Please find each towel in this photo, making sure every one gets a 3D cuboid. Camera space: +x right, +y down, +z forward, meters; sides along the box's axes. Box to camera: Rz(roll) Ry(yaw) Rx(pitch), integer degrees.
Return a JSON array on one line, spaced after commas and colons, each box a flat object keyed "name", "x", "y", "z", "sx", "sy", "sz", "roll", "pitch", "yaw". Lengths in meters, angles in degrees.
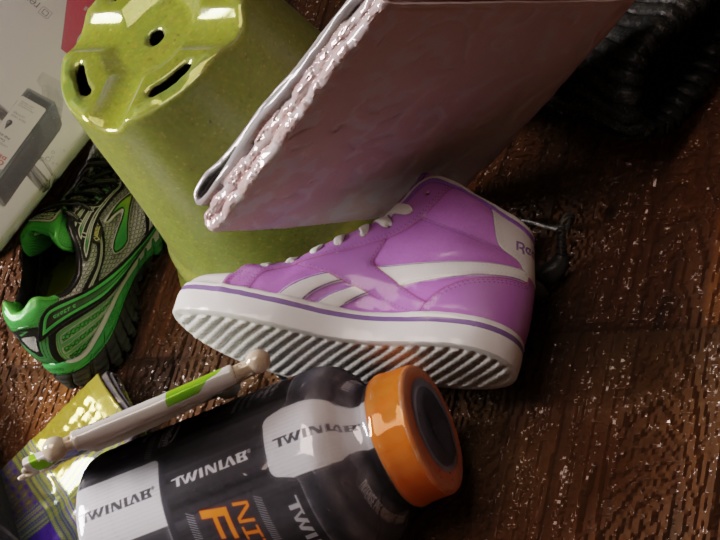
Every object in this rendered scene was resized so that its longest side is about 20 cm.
[{"name": "towel", "x": 0.029, "y": -0.091, "z": 0.957, "sx": 0.200, "sy": 0.190, "sz": 0.032, "roll": -47, "pitch": 61, "yaw": 43}, {"name": "towel", "x": -0.199, "y": 0.162, "z": 1.104, "sx": 0.200, "sy": 0.023, "sz": 0.144, "roll": -42, "pitch": 45, "yaw": 3}]

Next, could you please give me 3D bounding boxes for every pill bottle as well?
[{"name": "pill bottle", "x": -0.046, "y": 0.117, "z": 0.967, "sx": 0.199, "sy": 0.106, "sz": 0.107, "roll": -23, "pitch": 48, "yaw": 21}]

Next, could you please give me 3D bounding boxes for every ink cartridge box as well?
[{"name": "ink cartridge box", "x": -0.250, "y": -0.106, "z": 1.156, "sx": 0.201, "sy": 0.145, "sz": 0.085, "roll": -54, "pitch": 9, "yaw": -13}]

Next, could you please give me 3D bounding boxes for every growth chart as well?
[{"name": "growth chart", "x": -0.125, "y": 0.084, "z": 1.000, "sx": 0.144, "sy": 0.200, "sz": 0.018, "roll": -22, "pitch": 87, "yaw": -11}]

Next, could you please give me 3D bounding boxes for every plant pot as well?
[{"name": "plant pot", "x": -0.077, "y": -0.089, "z": 1.085, "sx": 0.199, "sy": 0.184, "sz": 0.202, "roll": -18, "pitch": 50, "yaw": 23}]

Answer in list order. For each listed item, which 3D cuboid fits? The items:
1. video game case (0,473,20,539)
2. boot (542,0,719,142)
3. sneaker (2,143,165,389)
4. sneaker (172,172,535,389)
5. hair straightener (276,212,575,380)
[{"name": "video game case", "x": -0.303, "y": 0.174, "z": 1.141, "sx": 0.181, "sy": 0.026, "sz": 0.200, "roll": -42, "pitch": 31, "yaw": 3}, {"name": "boot", "x": 0.152, "y": -0.176, "z": 1.056, "sx": 0.157, "sy": 0.079, "sz": 0.213, "roll": 11, "pitch": 76, "yaw": 48}, {"name": "sneaker", "x": -0.173, "y": -0.029, "z": 1.182, "sx": 0.077, "sy": 0.085, "sz": 0.202, "roll": -6, "pitch": 55, "yaw": 31}, {"name": "sneaker", "x": 0.000, "y": 0.000, "z": 0.994, "sx": 0.198, "sy": 0.073, "sz": 0.115, "roll": 5, "pitch": 64, "yaw": 14}, {"name": "hair straightener", "x": 0.035, "y": 0.014, "z": 1.031, "sx": 0.199, "sy": 0.041, "sz": 0.077, "roll": -32, "pitch": 46, "yaw": 12}]
